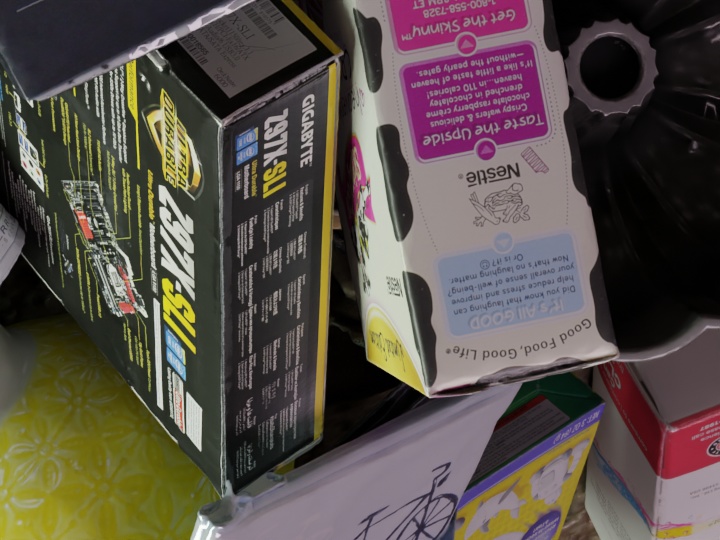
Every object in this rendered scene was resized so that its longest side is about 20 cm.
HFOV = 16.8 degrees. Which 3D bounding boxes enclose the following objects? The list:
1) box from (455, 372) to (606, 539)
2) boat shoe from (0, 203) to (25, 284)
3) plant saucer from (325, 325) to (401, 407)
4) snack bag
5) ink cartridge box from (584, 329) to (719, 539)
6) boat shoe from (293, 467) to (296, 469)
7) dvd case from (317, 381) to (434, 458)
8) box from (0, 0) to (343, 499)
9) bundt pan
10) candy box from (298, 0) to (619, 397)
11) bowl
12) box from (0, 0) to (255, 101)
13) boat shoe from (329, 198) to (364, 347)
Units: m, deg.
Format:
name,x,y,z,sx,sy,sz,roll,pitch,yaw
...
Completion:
name,x,y,z,sx,sy,sz,roll,pitch,yaw
box,0.031,0.135,1.050,0.117,0.048,0.200,-29,149,-35
boat shoe,-0.203,0.019,0.885,0.200,0.072,0.062,-36,108,29
plant saucer,0.002,-0.016,0.998,0.200,0.037,0.201,-18,146,-13
snack bag,-0.020,0.129,0.880,0.188,0.021,0.200,-21,143,-49
ink cartridge box,0.194,0.076,1.217,0.147,0.086,0.200,-20,148,-11
boat shoe,-0.091,0.162,0.936,0.202,0.086,0.075,-35,129,13
dvd case,0.070,0.021,1.021,0.148,0.016,0.200,-28,170,-36
box,-0.072,-0.042,0.788,0.049,0.160,0.200,-31,150,-24
bundt pan,0.080,-0.069,0.859,0.201,0.203,0.076,-22,-176,-7
candy box,0.019,-0.069,0.745,0.061,0.201,0.136,-12,-177,-7
bowl,-0.135,0.079,0.902,0.200,0.200,0.108,-34,117,11
box,-0.093,-0.167,0.618,0.104,0.148,0.200,-26,149,-2
boat shoe,0.000,0.000,0.914,0.072,0.076,0.200,-42,147,17
